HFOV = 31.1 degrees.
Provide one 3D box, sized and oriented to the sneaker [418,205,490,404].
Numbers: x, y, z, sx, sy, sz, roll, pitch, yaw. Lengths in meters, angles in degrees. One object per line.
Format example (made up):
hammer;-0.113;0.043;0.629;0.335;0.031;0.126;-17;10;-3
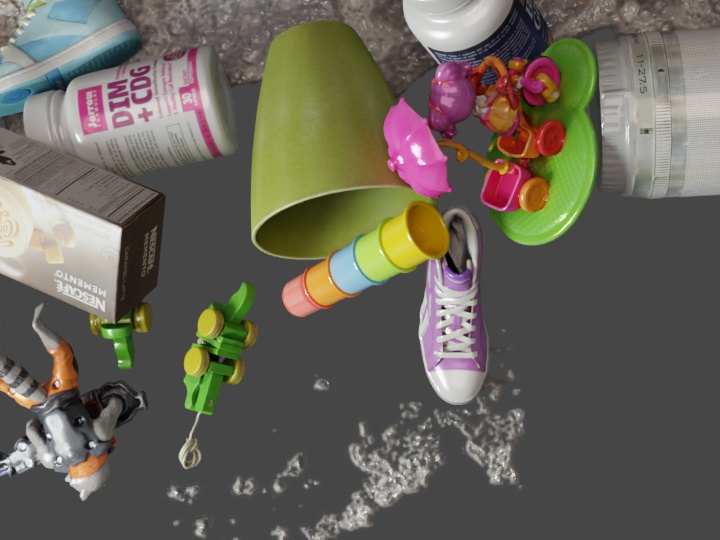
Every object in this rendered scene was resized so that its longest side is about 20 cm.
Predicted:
sneaker;0.091;0.036;1.289;0.072;0.114;0.202;-3;89;5

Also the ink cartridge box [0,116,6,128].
ink cartridge box;-0.428;-0.135;1.388;0.093;0.044;0.202;-11;87;8

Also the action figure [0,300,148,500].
action figure;-0.332;0.157;1.332;0.199;0.105;0.194;-34;98;9

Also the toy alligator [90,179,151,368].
toy alligator;-0.253;0.002;1.350;0.059;0.054;0.202;-2;88;5

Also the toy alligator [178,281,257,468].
toy alligator;-0.160;0.103;1.348;0.054;0.059;0.201;22;92;49

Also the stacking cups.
stacking cups;0.000;0.000;1.283;0.200;0.060;0.061;-32;83;41

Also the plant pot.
plant pot;-0.031;-0.137;1.292;0.186;0.187;0.201;-12;72;6

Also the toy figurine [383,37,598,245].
toy figurine;0.110;-0.132;1.185;0.150;0.183;0.201;31;109;50

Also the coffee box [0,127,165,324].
coffee box;-0.299;-0.046;1.272;0.199;0.080;0.115;23;126;15

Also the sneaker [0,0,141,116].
sneaker;-0.345;-0.250;1.359;0.199;0.080;0.131;-27;84;-15

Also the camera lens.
camera lens;0.326;-0.152;1.246;0.198;0.160;0.161;-3;87;6

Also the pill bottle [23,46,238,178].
pill bottle;-0.234;-0.154;1.332;0.199;0.113;0.114;-12;86;6

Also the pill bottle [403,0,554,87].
pill bottle;0.108;-0.245;1.243;0.110;0.200;0.112;-9;67;24
